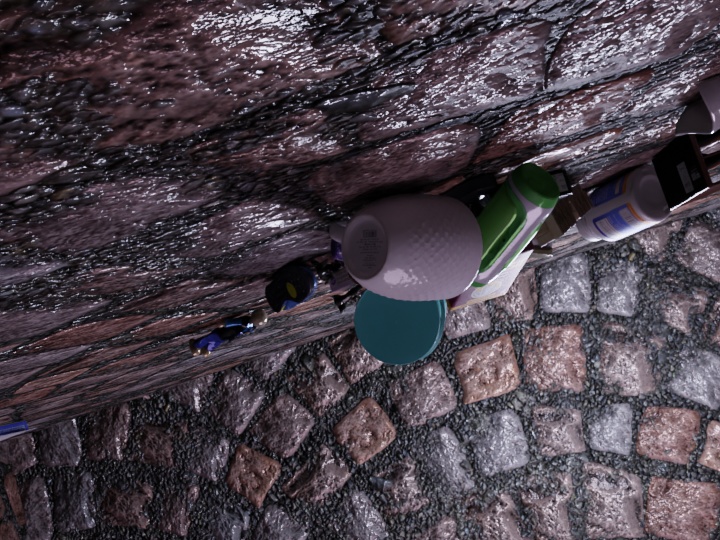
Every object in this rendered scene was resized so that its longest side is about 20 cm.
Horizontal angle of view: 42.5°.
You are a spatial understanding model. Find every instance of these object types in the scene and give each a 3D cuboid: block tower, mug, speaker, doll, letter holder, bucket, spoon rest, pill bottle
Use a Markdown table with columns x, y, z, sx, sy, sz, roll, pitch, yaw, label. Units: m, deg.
| x | y | z | sx | sy | sz | roll | pitch | yaw | label |
| --- | --- | --- | --- | --- | --- | --- | --- | --- | --- |
| 0.361 | -0.102 | 1.674 | 0.057 | 0.055 | 0.199 | -32 | 180 | 33 | block tower |
| 0.044 | -0.038 | 1.292 | 0.198 | 0.151 | 0.173 | 18 | -168 | 40 | mug |
| 0.216 | -0.066 | 1.401 | 0.087 | 0.089 | 0.201 | -11 | 147 | -42 | speaker |
| -0.293 | 0.137 | 2.118 | 0.197 | 0.049 | 0.136 | -28 | 160 | 23 | doll |
| 0.617 | -0.192 | 1.616 | 0.139 | 0.103 | 0.200 | -19 | 173 | -1 | letter holder |
| 0.081 | 0.086 | 1.881 | 0.203 | 0.211 | 0.135 | -18 | -170 | 12 | bucket |
| 0.482 | -0.214 | 1.270 | 0.097 | 0.062 | 0.200 | -19 | 172 | 16 | spoon rest |
| 0.516 | -0.124 | 1.837 | 0.110 | 0.115 | 0.199 | -14 | 173 | -25 | pill bottle |

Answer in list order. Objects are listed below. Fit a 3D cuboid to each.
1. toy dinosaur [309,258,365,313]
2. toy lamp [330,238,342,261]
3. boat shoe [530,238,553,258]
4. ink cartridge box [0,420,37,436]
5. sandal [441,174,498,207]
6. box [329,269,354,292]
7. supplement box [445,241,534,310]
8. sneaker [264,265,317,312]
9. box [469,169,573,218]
| x | y | z | sx | sy | sz | roll | pitch | yaw | label |
| --- | --- | --- | --- | --- | --- | --- | --- | --- | --- |
| 0.000 | 0.000 | 1.589 | 0.134 | 0.103 | 0.201 | -34 | 142 | -1 | toy dinosaur |
| 0.049 | -0.037 | 1.476 | 0.195 | 0.060 | 0.058 | 1 | 167 | -19 | toy lamp |
| 0.302 | -0.071 | 1.898 | 0.195 | 0.070 | 0.075 | 7 | 171 | -17 | boat shoe |
| -1.180 | 0.527 | 2.978 | 0.197 | 0.048 | 0.196 | -24 | 169 | 32 | ink cartridge box |
| 0.139 | -0.093 | 1.424 | 0.075 | 0.044 | 0.199 | -14 | 172 | -28 | sandal |
| 0.016 | -0.004 | 1.825 | 0.041 | 0.040 | 0.198 | -8 | 168 | -47 | box |
| 0.229 | -0.023 | 1.751 | 0.128 | 0.105 | 0.201 | -15 | 156 | -15 | supplement box |
| -0.108 | 0.022 | 1.652 | 0.077 | 0.067 | 0.200 | -27 | 178 | -25 | sneaker |
| 0.231 | -0.106 | 1.548 | 0.196 | 0.044 | 0.160 | -15 | 173 | -24 | box |
